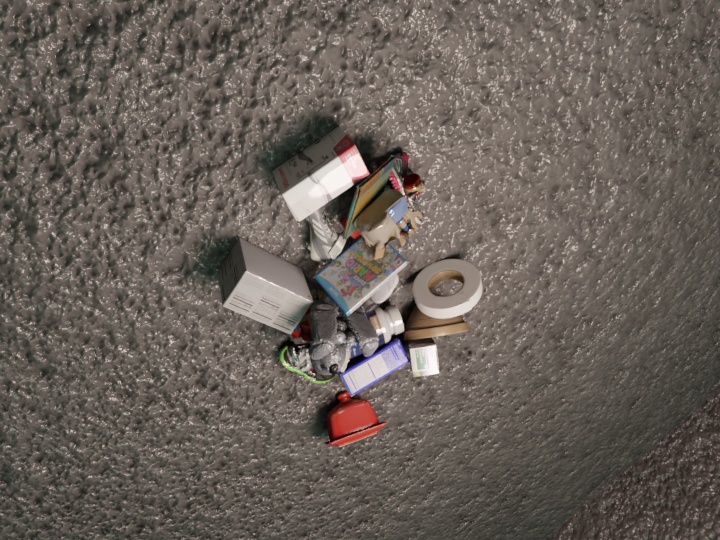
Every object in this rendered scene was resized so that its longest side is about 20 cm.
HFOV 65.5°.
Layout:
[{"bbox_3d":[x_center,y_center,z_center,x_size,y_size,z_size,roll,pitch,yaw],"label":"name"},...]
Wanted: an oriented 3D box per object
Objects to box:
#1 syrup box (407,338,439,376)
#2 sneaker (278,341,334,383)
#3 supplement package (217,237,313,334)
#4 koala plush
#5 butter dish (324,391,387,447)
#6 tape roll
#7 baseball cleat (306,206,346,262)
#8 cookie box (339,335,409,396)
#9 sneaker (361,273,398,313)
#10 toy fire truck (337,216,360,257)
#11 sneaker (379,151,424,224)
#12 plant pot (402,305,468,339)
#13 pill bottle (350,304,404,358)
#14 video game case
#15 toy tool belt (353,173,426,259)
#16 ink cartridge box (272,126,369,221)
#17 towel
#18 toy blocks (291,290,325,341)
[{"bbox_3d":[0.180,0.246,1.626,0.079,0.200,0.082,-8,90,4],"label":"syrup box"},{"bbox_3d":[-0.142,0.265,1.625,0.197,0.078,0.084,27,113,-34],"label":"sneaker"},{"bbox_3d":[-0.238,0.038,1.393,0.197,0.157,0.112,28,110,-33],"label":"supplement package"},{"bbox_3d":[-0.071,0.183,1.407,0.172,0.186,0.204,0,132,-23],"label":"koala plush"},{"bbox_3d":[-0.034,0.456,1.755,0.194,0.152,0.200,-17,166,-11],"label":"butter dish"},{"bbox_3d":[0.241,0.048,1.558,0.198,0.204,0.038,-24,128,-4],"label":"tape roll"},{"bbox_3d":[-0.085,-0.109,1.403,0.103,0.071,0.204,9,132,9],"label":"baseball cleat"},{"bbox_3d":[0.043,0.278,1.648,0.196,0.171,0.077,-30,86,1],"label":"cookie box"},{"bbox_3d":[0.035,0.054,1.467,0.199,0.113,0.076,-41,84,29],"label":"sneaker"},{"bbox_3d":[0.000,-0.037,1.506,0.198,0.049,0.142,33,104,-35],"label":"toy fire truck"},{"bbox_3d":[0.122,-0.204,1.428,0.073,0.081,0.202,-31,126,-1],"label":"sneaker"},{"bbox_3d":[0.216,0.144,1.652,0.194,0.200,0.096,-6,84,-17],"label":"plant pot"},{"bbox_3d":[0.022,0.171,1.607,0.195,0.112,0.113,-20,127,-8],"label":"pill bottle"},{"bbox_3d":[0.000,0.000,1.392,0.199,0.143,0.018,-40,149,-10],"label":"video game case"},{"bbox_3d":[0.086,-0.127,1.359,0.199,0.125,0.124,-41,133,-8],"label":"toy tool belt"},{"bbox_3d":[-0.095,-0.224,1.288,0.197,0.147,0.084,-33,125,1],"label":"ink cartridge box"},{"bbox_3d":[0.017,-0.175,1.347,0.147,0.022,0.202,-46,168,-31],"label":"towel"},{"bbox_3d":[-0.119,0.144,1.519,0.194,0.138,0.102,-14,126,-11],"label":"toy blocks"}]
